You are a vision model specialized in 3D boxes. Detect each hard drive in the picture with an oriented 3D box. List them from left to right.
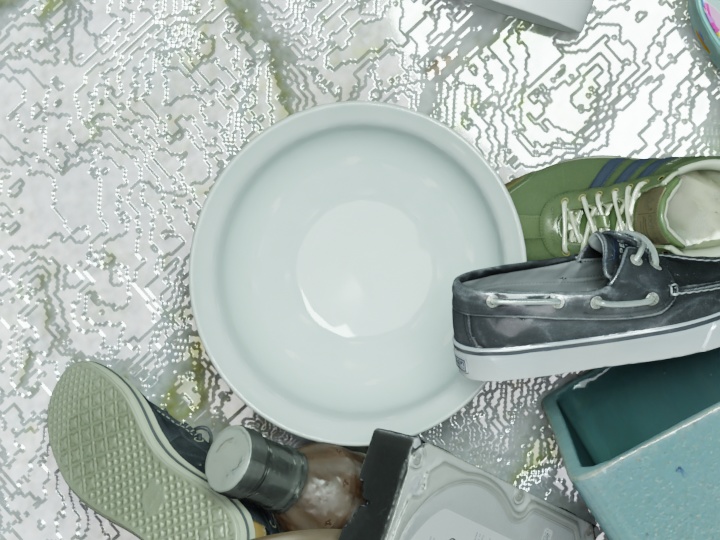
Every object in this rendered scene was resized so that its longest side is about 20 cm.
[{"bbox_3d":[0.057,0.186,1.580,0.038,0.200,0.141,11,77,40],"label":"hard drive"}]

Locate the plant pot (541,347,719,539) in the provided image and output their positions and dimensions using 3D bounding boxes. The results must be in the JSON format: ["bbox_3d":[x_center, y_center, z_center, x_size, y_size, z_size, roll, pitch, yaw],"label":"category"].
[{"bbox_3d":[0.241,0.136,1.581,0.195,0.196,0.201,-27,101,4],"label":"plant pot"}]

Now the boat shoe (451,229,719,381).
[{"bbox_3d":[0.147,0.010,1.558,0.199,0.072,0.068,-9,112,-7],"label":"boat shoe"}]

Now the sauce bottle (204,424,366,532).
[{"bbox_3d":[-0.005,0.137,1.597,0.199,0.065,0.065,27,94,-38],"label":"sauce bottle"}]

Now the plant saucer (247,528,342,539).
[{"bbox_3d":[-0.051,0.218,1.599,0.199,0.200,0.030,-22,55,4],"label":"plant saucer"}]

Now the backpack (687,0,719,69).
[{"bbox_3d":[0.289,-0.177,1.583,0.176,0.153,0.200,41,100,-4],"label":"backpack"}]

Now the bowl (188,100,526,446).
[{"bbox_3d":[0.000,0.000,1.631,0.200,0.090,0.203,0,93,3],"label":"bowl"}]

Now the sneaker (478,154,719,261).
[{"bbox_3d":[0.167,-0.037,1.621,0.199,0.090,0.068,-6,92,4],"label":"sneaker"}]

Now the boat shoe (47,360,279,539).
[{"bbox_3d":[-0.119,0.124,1.631,0.200,0.062,0.075,38,102,37],"label":"boat shoe"}]

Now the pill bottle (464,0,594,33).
[{"bbox_3d":[0.114,-0.249,1.605,0.115,0.116,0.201,17,93,2],"label":"pill bottle"}]
